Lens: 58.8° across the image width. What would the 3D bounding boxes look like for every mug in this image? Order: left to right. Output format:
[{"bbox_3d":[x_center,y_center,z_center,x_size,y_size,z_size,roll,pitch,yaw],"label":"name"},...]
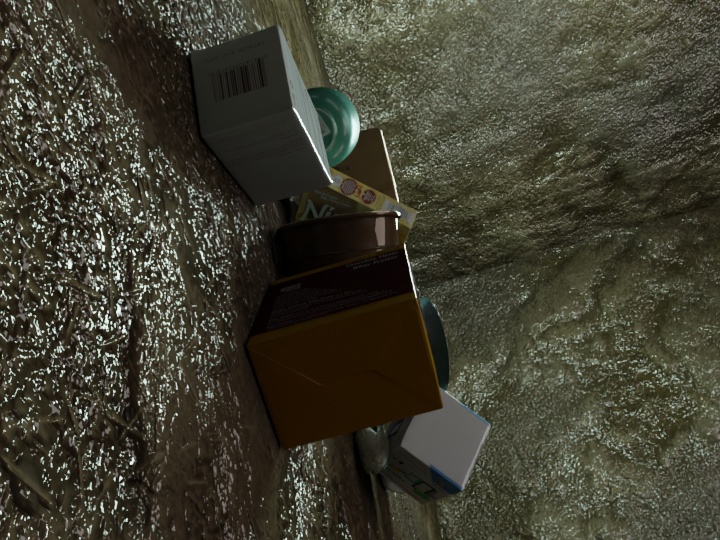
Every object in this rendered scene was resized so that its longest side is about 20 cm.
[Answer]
[{"bbox_3d":[-0.096,-0.281,1.254,0.115,0.179,0.157,-67,165,-72],"label":"mug"}]

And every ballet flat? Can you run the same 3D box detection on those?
[{"bbox_3d":[0.015,0.322,1.248,0.200,0.070,0.074,-92,166,-75],"label":"ballet flat"}]

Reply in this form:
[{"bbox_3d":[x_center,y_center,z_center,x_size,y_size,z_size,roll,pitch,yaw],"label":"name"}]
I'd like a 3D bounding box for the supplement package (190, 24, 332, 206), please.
[{"bbox_3d":[-0.119,-0.186,0.810,0.200,0.113,0.121,62,14,-70],"label":"supplement package"}]

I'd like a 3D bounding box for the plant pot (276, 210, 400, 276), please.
[{"bbox_3d":[-0.022,0.026,0.982,0.200,0.194,0.205,3,80,-84],"label":"plant pot"}]

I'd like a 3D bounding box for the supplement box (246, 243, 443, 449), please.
[{"bbox_3d":[-0.014,0.083,0.784,0.201,0.191,0.136,-91,165,-71],"label":"supplement box"}]

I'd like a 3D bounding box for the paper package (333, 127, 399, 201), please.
[{"bbox_3d":[-0.022,-0.210,1.459,0.104,0.194,0.197,-70,145,-80],"label":"paper package"}]

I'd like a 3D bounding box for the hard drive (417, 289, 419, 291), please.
[{"bbox_3d":[0.072,0.083,1.366,0.200,0.026,0.136,-136,-119,-75],"label":"hard drive"}]

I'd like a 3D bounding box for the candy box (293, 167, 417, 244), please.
[{"bbox_3d":[-0.011,-0.090,1.110,0.056,0.196,0.117,-61,177,-46],"label":"candy box"}]

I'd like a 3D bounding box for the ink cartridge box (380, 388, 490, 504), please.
[{"bbox_3d":[0.133,0.349,1.270,0.147,0.145,0.201,-55,179,-31],"label":"ink cartridge box"}]

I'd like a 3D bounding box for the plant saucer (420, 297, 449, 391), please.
[{"bbox_3d":[0.127,0.159,1.295,0.200,0.035,0.207,173,-90,-76],"label":"plant saucer"}]

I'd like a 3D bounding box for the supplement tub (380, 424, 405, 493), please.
[{"bbox_3d":[0.103,0.392,1.484,0.146,0.140,0.204,69,8,-49],"label":"supplement tub"}]
